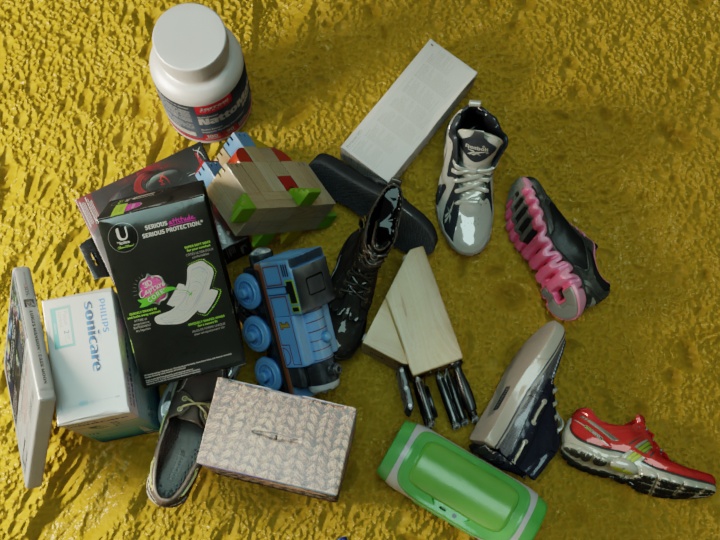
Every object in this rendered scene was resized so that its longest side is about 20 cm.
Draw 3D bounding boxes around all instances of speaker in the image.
[{"bbox_3d":[0.123,0.265,1.284,0.200,0.088,0.089,30,77,6],"label":"speaker"}]

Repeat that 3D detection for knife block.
[{"bbox_3d":[0.098,0.094,1.338,0.175,0.064,0.201,26,76,5],"label":"knife block"}]

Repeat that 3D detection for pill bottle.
[{"bbox_3d":[-0.206,-0.253,1.352,0.119,0.200,0.120,0,76,0],"label":"pill bottle"}]

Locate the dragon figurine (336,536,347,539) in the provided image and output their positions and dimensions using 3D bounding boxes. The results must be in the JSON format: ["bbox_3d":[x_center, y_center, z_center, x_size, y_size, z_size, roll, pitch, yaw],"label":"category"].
[{"bbox_3d":[-0.080,0.383,1.241,0.200,0.099,0.059,-35,78,-9],"label":"dragon figurine"}]

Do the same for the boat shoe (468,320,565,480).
[{"bbox_3d":[0.222,0.167,1.326,0.093,0.075,0.200,37,76,-11],"label":"boat shoe"}]

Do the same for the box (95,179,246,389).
[{"bbox_3d":[-0.216,0.011,1.226,0.124,0.149,0.201,-13,104,-6],"label":"box"}]

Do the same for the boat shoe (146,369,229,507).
[{"bbox_3d":[-0.204,0.185,1.266,0.072,0.060,0.201,21,75,-7],"label":"boat shoe"}]

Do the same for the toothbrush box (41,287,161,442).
[{"bbox_3d":[-0.301,0.118,1.255,0.085,0.200,0.147,-11,77,-3],"label":"toothbrush box"}]

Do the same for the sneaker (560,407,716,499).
[{"bbox_3d":[0.350,0.223,1.306,0.199,0.077,0.085,21,66,1],"label":"sneaker"}]

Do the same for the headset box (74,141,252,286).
[{"bbox_3d":[-0.261,-0.052,1.364,0.199,0.075,0.149,-26,78,-7],"label":"headset box"}]

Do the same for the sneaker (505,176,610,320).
[{"bbox_3d":[0.261,-0.035,1.380,0.095,0.079,0.201,-16,76,-28],"label":"sneaker"}]

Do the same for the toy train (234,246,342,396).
[{"bbox_3d":[-0.083,0.067,1.289,0.087,0.114,0.201,-22,102,-47],"label":"toy train"}]

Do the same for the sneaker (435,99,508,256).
[{"bbox_3d":[0.143,-0.128,1.362,0.079,0.130,0.200,8,76,2],"label":"sneaker"}]

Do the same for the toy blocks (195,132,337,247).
[{"bbox_3d":[-0.128,-0.115,1.339,0.100,0.200,0.137,-49,67,31],"label":"toy blocks"}]

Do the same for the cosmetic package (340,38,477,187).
[{"bbox_3d":[0.065,-0.208,1.422,0.082,0.051,0.200,38,78,6],"label":"cosmetic package"}]

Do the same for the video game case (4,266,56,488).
[{"bbox_3d":[-0.388,0.127,1.234,0.023,0.200,0.182,-5,54,-26],"label":"video game case"}]

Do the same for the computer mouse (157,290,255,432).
[{"bbox_3d":[-0.191,0.119,1.337,0.109,0.044,0.200,31,74,-5],"label":"computer mouse"}]

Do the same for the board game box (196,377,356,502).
[{"bbox_3d":[-0.092,0.203,1.236,0.159,0.200,0.097,12,75,3],"label":"board game box"}]

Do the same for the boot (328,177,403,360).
[{"bbox_3d":[0.000,0.000,1.296,0.069,0.174,0.201,16,71,-7],"label":"boot"}]

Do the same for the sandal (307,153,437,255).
[{"bbox_3d":[0.023,-0.095,1.384,0.200,0.076,0.043,37,55,7],"label":"sandal"}]
